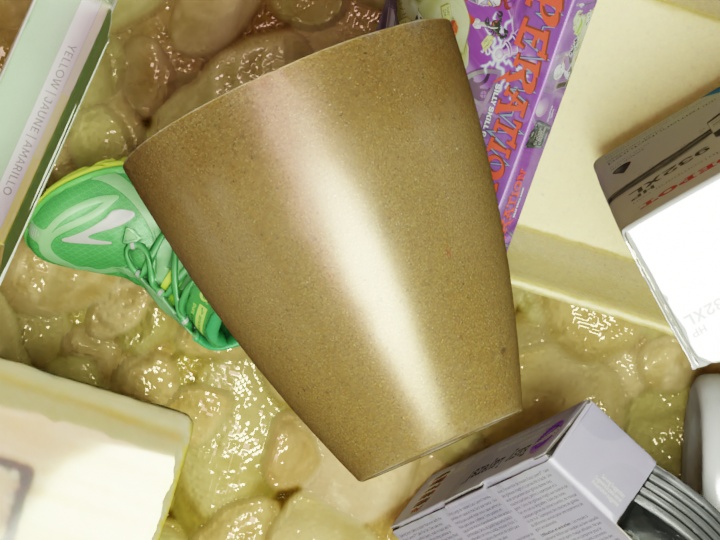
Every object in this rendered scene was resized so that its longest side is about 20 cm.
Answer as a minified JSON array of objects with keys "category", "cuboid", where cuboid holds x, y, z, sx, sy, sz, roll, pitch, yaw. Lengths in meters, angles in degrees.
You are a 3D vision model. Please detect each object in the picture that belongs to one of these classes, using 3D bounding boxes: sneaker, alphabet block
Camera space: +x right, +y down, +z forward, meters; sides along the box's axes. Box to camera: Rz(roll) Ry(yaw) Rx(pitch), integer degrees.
[{"category":"sneaker","cuboid":[-0.089,-0.006,1.497,0.199,0.084,0.074,12,130,-1]},{"category":"alphabet block","cuboid":[-0.216,0.139,1.442,0.199,0.195,0.197,17,88,-9]}]

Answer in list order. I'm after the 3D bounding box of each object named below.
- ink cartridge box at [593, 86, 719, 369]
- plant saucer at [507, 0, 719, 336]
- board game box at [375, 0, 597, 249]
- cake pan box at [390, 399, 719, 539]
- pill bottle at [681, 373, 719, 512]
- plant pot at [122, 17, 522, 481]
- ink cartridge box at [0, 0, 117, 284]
[{"category":"ink cartridge box","cuboid":[0.204,-0.040,1.382,0.145,0.200,0.084,-30,100,7]},{"category":"plant saucer","cuboid":[0.167,-0.072,1.503,0.199,0.048,0.201,17,102,-3]},{"category":"board game box","cuboid":[0.055,-0.104,1.473,0.120,0.032,0.201,27,104,31]},{"category":"cake pan box","cuboid":[0.132,0.167,1.487,0.184,0.200,0.052,41,60,-7]},{"category":"pill bottle","cuboid":[0.282,0.119,1.505,0.199,0.120,0.120,2,102,1]},{"category":"plant pot","cuboid":[0.000,0.000,1.398,0.186,0.186,0.201,-23,85,6]},{"category":"ink cartridge box","cuboid":[-0.175,-0.082,1.429,0.048,0.200,0.146,24,102,-6]}]
